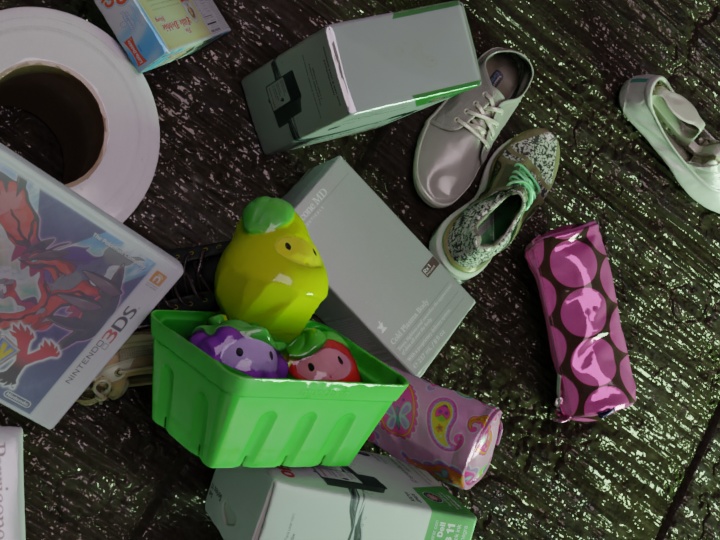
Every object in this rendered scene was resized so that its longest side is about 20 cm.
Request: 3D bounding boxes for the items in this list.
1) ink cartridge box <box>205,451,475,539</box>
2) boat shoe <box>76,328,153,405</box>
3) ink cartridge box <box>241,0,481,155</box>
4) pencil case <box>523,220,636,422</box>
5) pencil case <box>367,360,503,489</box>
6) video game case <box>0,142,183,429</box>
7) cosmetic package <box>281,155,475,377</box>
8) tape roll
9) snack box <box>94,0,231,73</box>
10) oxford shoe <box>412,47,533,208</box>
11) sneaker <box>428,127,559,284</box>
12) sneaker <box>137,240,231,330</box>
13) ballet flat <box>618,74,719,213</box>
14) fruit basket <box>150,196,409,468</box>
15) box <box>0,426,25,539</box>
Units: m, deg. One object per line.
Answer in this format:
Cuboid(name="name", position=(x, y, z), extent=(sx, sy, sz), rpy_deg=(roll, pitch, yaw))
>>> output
Cuboid(name="ink cartridge box", position=(-0.021, 0.214, 1.302), extent=(0.198, 0.146, 0.084), rpy_deg=(14, 98, -24))
Cuboid(name="boat shoe", position=(-0.197, 0.089, 1.296), extent=(0.199, 0.073, 0.064), rpy_deg=(-14, 83, -35))
Cuboid(name="ink cartridge box", position=(-0.003, -0.177, 1.365), extent=(0.146, 0.200, 0.084), rpy_deg=(-17, 92, -27))
Cuboid(name="pencil case", position=(0.221, 0.054, 1.503), extent=(0.093, 0.091, 0.202), rpy_deg=(-11, 84, -14))
Cuboid(name="pencil case", position=(0.031, 0.126, 1.345), extent=(0.199, 0.088, 0.088), rpy_deg=(23, 66, 21))
Cuboid(name="video game case", position=(-0.271, 0.016, 1.170), extent=(0.199, 0.023, 0.182), rpy_deg=(35, 101, -33))
Cuboid(name="cosmetic package", position=(0.000, 0.000, 1.400), extent=(0.200, 0.090, 0.107), rpy_deg=(46, 68, -16))
Cuboid(name="tape roll", position=(-0.284, -0.106, 1.247), extent=(0.201, 0.139, 0.205), rpy_deg=(5, 79, -26))
Cuboid(name="snack box", position=(-0.183, -0.245, 1.304), extent=(0.037, 0.200, 0.117), rpy_deg=(-30, 97, 16))
Cuboid(name="oxford shoe", position=(0.116, -0.153, 1.500), extent=(0.075, 0.058, 0.201), rpy_deg=(39, 68, -18))
Cuboid(name="sneaker", position=(0.155, -0.070, 1.486), extent=(0.077, 0.088, 0.200), rpy_deg=(43, 65, -13))
Cuboid(name="sneaker", position=(-0.169, 0.007, 1.302), extent=(0.198, 0.106, 0.076), rpy_deg=(-13, 87, -28))
Cuboid(name="ballet flat", position=(0.365, -0.138, 1.616), extent=(0.200, 0.069, 0.070), rpy_deg=(45, 65, -13))
Cuboid(name="fruit basket", position=(-0.067, 0.050, 1.221), extent=(0.214, 0.155, 0.217), rpy_deg=(-21, 125, -33))
Cuboid(name="box", position=(-0.357, 0.226, 1.119), extent=(0.170, 0.200, 0.201), rpy_deg=(0, 80, -28))
